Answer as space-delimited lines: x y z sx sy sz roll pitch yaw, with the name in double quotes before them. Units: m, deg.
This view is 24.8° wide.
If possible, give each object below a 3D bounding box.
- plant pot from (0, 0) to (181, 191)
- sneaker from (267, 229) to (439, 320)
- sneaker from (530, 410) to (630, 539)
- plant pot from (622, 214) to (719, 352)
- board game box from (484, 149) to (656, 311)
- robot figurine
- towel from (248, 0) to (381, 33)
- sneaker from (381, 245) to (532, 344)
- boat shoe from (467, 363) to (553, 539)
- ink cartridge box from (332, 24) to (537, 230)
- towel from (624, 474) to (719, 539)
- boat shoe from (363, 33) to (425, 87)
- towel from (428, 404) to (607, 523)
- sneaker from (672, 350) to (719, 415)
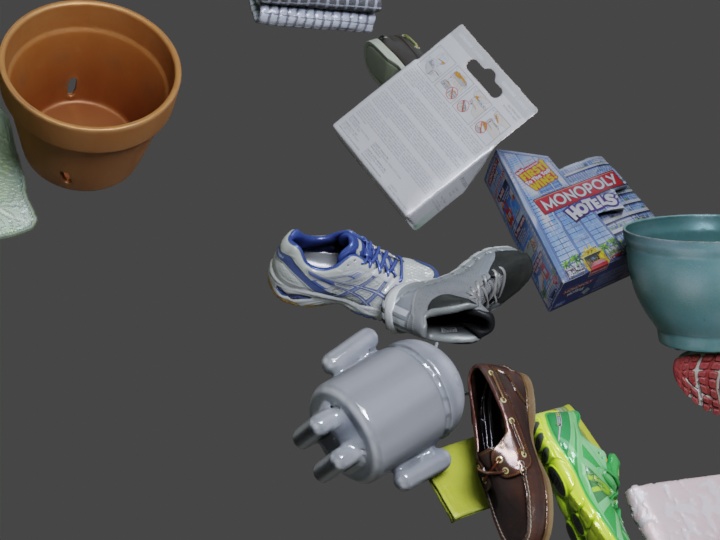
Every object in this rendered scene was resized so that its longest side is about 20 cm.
"plant pot" -0.310 -0.185 1.844 0.199 0.140 0.201 8 51 -10
"sneaker" 0.000 0.000 1.817 0.199 0.088 0.076 2 50 -15
"sneaker" 0.244 0.229 1.696 0.083 0.074 0.201 -19 70 -22
"plant pot" 0.396 0.017 1.850 0.199 0.135 0.200 -1 11 0
"board game box" 0.250 -0.073 1.959 0.199 0.062 0.200 -22 62 -29
"robot figurine" 0.027 0.143 1.693 0.199 0.113 0.170 -27 85 -31
"towel" -0.066 -0.403 2.118 0.164 0.086 0.201 0 53 -17
"sneaker" 0.131 0.038 1.801 0.199 0.075 0.115 -22 25 -25
"boat shoe" 0.145 0.191 1.676 0.070 0.070 0.201 19 52 -41
"ink cartridge box" 0.091 -0.171 1.940 0.200 0.050 0.161 -38 65 -1
"towel" 0.388 0.305 1.703 0.190 0.032 0.201 -3 54 -28
"boat shoe" 0.080 -0.222 2.023 0.060 0.072 0.202 -22 59 -24
"towel" 0.163 0.204 1.747 0.199 0.018 0.086 -15 55 -25
"sneaker" 0.452 0.119 1.867 0.199 0.078 0.082 6 24 -6
